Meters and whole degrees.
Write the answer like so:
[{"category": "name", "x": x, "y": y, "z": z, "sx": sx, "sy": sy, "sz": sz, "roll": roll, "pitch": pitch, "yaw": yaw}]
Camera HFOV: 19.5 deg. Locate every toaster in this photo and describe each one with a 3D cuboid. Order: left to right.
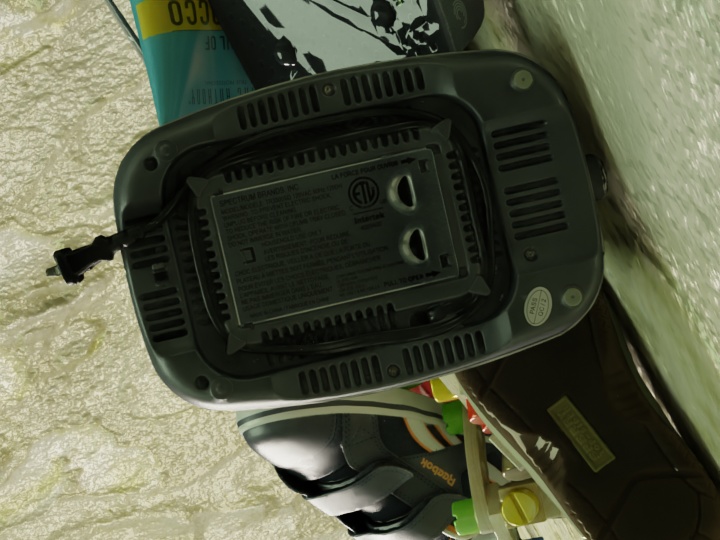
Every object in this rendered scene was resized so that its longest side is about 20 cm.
[{"category": "toaster", "x": -0.012, "y": -0.012, "z": 0.779, "sx": 0.129, "sy": 0.200, "sz": 0.114, "roll": -179, "pitch": 74, "yaw": -86}]

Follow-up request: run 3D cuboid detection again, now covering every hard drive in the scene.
[{"category": "hard drive", "x": -0.030, "y": -0.167, "z": 0.827, "sx": 0.135, "sy": 0.042, "sz": 0.200, "roll": -15, "pitch": 103, "yaw": 51}]

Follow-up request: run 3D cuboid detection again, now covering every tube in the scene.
[{"category": "tube", "x": -0.080, "y": -0.147, "z": 0.898, "sx": 0.050, "sy": 0.077, "sz": 0.200, "roll": -26, "pitch": 77, "yaw": 50}]

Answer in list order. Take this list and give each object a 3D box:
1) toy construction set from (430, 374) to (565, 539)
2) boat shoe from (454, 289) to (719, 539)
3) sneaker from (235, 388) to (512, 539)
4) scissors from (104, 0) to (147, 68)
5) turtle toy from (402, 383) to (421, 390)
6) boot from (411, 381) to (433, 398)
[{"category": "toy construction set", "x": 0.072, "y": 0.070, "z": 1.019, "sx": 0.200, "sy": 0.092, "sz": 0.131, "roll": 89, "pitch": 174, "yaw": -70}, {"category": "boat shoe", "x": 0.093, "y": 0.064, "z": 0.872, "sx": 0.076, "sy": 0.072, "sz": 0.200, "roll": 50, "pitch": -169, "yaw": -52}, {"category": "sneaker", "x": 0.019, "y": 0.111, "z": 1.115, "sx": 0.200, "sy": 0.078, "sz": 0.079, "roll": 15, "pitch": -117, "yaw": -41}, {"category": "scissors", "x": -0.069, "y": -0.051, "z": 0.980, "sx": 0.200, "sy": 0.014, "sz": 0.073, "roll": 57, "pitch": -173, "yaw": 0}, {"category": "turtle toy", "x": 0.000, "y": 0.000, "z": 1.158, "sx": 0.200, "sy": 0.146, "sz": 0.101, "roll": -122, "pitch": 16, "yaw": -70}, {"category": "boot", "x": 0.064, "y": 0.047, "z": 1.279, "sx": 0.200, "sy": 0.072, "sz": 0.144, "roll": 46, "pitch": 161, "yaw": 59}]
